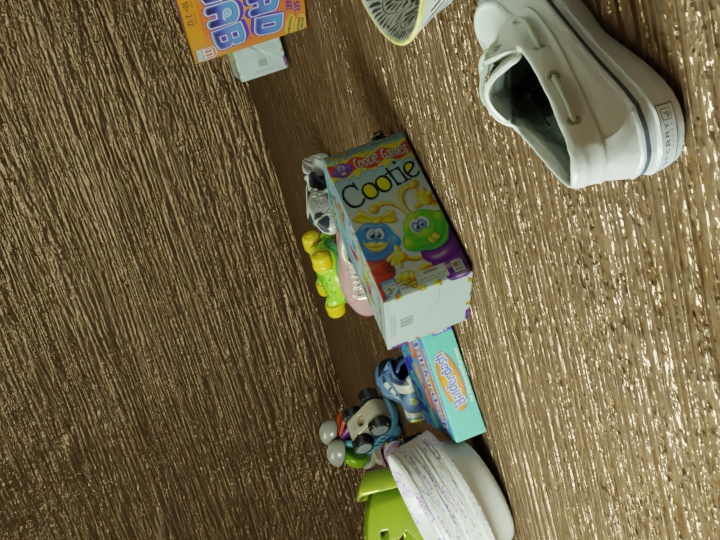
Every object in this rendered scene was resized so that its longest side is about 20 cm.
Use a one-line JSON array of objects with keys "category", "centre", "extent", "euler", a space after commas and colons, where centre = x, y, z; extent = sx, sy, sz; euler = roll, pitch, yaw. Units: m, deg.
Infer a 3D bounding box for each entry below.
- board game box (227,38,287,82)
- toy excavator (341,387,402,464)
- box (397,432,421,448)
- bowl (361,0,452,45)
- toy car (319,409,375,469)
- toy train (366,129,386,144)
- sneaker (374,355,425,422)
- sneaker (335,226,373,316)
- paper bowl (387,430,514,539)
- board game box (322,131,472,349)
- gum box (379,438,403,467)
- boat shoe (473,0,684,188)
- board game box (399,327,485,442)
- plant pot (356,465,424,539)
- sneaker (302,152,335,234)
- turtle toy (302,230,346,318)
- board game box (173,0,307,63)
[{"category": "board game box", "centre": [-0.232, -0.479, 1.781], "extent": [0.200, 0.103, 0.105], "euler": [-131, 23, -69]}, {"category": "toy excavator", "centre": [0.048, 0.372, 1.887], "extent": [0.195, 0.197, 0.101], "euler": [-50, 45, 27]}, {"category": "box", "centre": [0.114, 0.427, 1.620], "extent": [0.201, 0.048, 0.164], "euler": [104, 147, -61]}, {"category": "bowl", "centre": [0.039, -0.244, 0.475], "extent": [0.201, 0.092, 0.205], "euler": [161, 91, -83]}, {"category": "toy car", "centre": [-0.024, 0.529, 2.637], "extent": [0.152, 0.172, 0.201], "euler": [-63, 31, 25]}, {"category": "toy train", "centre": [0.039, -0.089, 1.068], "extent": [0.046, 0.033, 0.203], "euler": [-122, 15, -47]}, {"category": "sneaker", "centre": [0.072, 0.166, 1.306], "extent": [0.200, 0.073, 0.084], "euler": [-150, 43, -68]}, {"category": "sneaker", "centre": [0.000, 0.000, 1.397], "extent": [0.105, 0.074, 0.205], "euler": [-114, 12, -67]}, {"category": "paper bowl", "centre": [0.123, 0.304, 1.067], "extent": [0.203, 0.103, 0.201], "euler": [59, 169, 19]}, {"category": "board game box", "centre": [0.039, -0.036, 0.928], "extent": [0.106, 0.101, 0.203], "euler": [83, 166, -59]}, {"category": "gum box", "centre": [0.105, 0.477, 1.798], "extent": [0.115, 0.065, 0.202], "euler": [79, 169, -49]}, {"category": "boat shoe", "centre": [0.097, -0.114, 0.463], "extent": [0.201, 0.065, 0.075], "euler": [-119, 13, -54]}, {"category": "board game box", "centre": [0.100, 0.137, 1.116], "extent": [0.200, 0.044, 0.155], "euler": [160, 92, -82]}, {"category": "plant pot", "centre": [0.090, 0.383, 1.246], "extent": [0.201, 0.194, 0.185], "euler": [93, 163, -72]}, {"category": "sneaker", "centre": [-0.062, -0.112, 1.572], "extent": [0.131, 0.078, 0.201], "euler": [78, 171, -47]}, {"category": "turtle toy", "centre": [-0.048, -0.016, 1.612], "extent": [0.201, 0.099, 0.148], "euler": [-118, 10, -54]}, {"category": "board game box", "centre": [-0.210, -0.491, 1.292], "extent": [0.201, 0.196, 0.203], "euler": [90, 160, -69]}]
